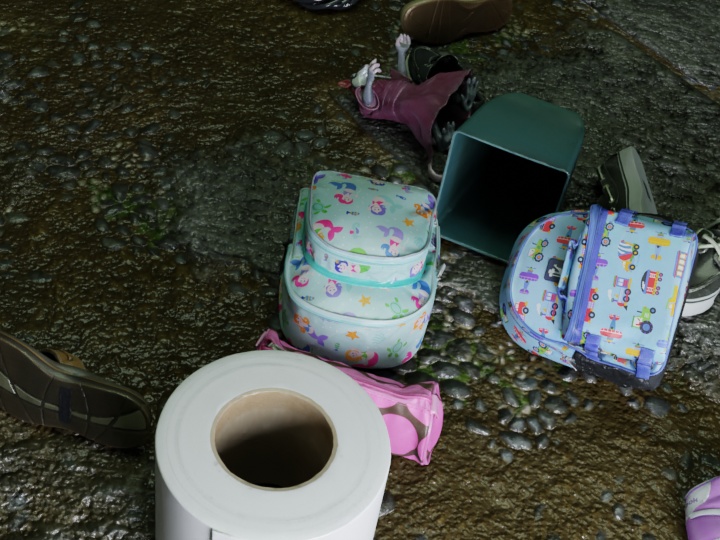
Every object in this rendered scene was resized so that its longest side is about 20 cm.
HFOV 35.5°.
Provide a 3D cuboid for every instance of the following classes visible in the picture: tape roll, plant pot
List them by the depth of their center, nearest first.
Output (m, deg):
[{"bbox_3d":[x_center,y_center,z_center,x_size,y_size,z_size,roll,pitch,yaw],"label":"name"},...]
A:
[{"bbox_3d":[-0.080,0.189,0.982,0.199,0.140,0.204,6,43,-5],"label":"tape roll"},{"bbox_3d":[0.192,-0.126,1.367,0.140,0.143,0.200,21,37,12],"label":"plant pot"}]

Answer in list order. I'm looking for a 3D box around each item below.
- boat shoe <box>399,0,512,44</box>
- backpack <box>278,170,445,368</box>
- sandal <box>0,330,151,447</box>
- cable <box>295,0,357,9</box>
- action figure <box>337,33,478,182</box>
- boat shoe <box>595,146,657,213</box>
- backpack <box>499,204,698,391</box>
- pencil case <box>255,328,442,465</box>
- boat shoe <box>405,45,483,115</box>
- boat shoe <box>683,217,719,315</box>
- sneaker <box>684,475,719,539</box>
[{"bbox_3d":[0.133,-0.385,1.674,0.198,0.072,0.065,-12,40,-33],"label":"boat shoe"},{"bbox_3d":[0.000,0.000,1.196,0.175,0.152,0.202,11,48,-1],"label":"backpack"},{"bbox_3d":[-0.284,0.107,1.078,0.197,0.083,0.055,17,27,9],"label":"sandal"},{"bbox_3d":[-0.055,-0.473,1.738,0.161,0.051,0.201,19,44,9],"label":"cable"},{"bbox_3d":[0.059,-0.220,1.479,0.198,0.151,0.134,15,34,34],"label":"action figure"},{"bbox_3d":[0.328,-0.073,1.388,0.063,0.071,0.201,-25,33,23],"label":"boat shoe"},{"bbox_3d":[0.244,0.015,1.196,0.197,0.135,0.185,17,83,18],"label":"backpack"},{"bbox_3d":[-0.014,0.121,1.098,0.197,0.094,0.091,16,43,5],"label":"pencil case"},{"bbox_3d":[0.117,-0.261,1.537,0.073,0.067,0.201,-5,45,-15],"label":"boat shoe"},{"bbox_3d":[0.414,-0.019,1.332,0.070,0.064,0.199,34,49,25],"label":"boat shoe"},{"bbox_3d":[0.408,0.240,1.071,0.197,0.073,0.115,7,40,-3],"label":"sneaker"}]
